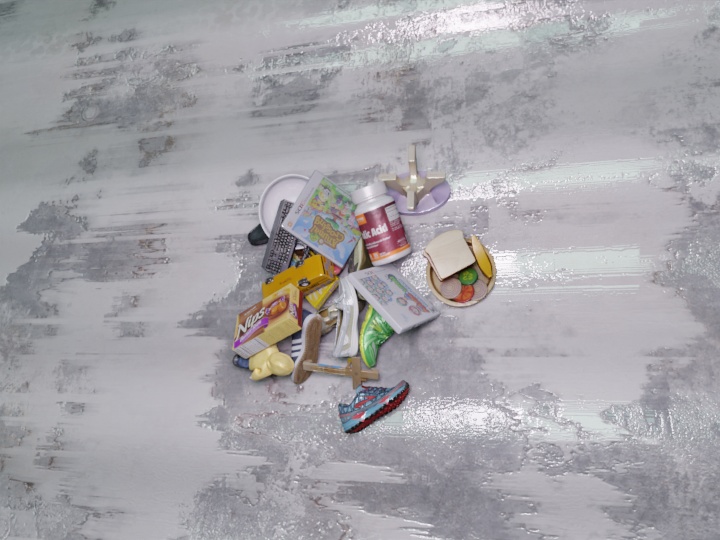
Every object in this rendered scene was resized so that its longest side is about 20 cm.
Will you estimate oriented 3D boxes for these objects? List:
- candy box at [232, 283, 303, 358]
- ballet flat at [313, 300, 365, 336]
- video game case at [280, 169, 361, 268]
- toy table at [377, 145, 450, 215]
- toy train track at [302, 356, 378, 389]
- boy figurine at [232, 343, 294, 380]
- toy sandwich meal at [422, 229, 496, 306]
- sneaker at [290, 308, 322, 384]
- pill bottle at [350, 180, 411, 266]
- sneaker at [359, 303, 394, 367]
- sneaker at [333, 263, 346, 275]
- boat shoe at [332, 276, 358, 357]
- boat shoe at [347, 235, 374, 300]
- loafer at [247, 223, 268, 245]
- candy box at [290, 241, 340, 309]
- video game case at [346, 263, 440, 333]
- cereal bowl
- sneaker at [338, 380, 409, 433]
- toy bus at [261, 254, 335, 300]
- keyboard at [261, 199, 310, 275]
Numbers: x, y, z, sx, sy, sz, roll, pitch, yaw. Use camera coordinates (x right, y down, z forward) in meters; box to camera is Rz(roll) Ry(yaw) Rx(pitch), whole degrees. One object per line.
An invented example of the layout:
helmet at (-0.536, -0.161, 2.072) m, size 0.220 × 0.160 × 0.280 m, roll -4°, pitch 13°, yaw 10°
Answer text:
candy box at (-0.237, 0.131, 1.471) m, size 0.198 × 0.056 × 0.118 m, roll -28°, pitch 41°, yaw 24°
ballet flat at (-0.080, 0.118, 1.526) m, size 0.198 × 0.075 × 0.069 m, roll -31°, pitch 68°, yaw 4°
video game case at (-0.086, -0.137, 1.534) m, size 0.198 × 0.022 × 0.184 m, roll 34°, pitch 77°, yaw -13°
toy table at (0.142, -0.230, 1.562) m, size 0.196 × 0.117 × 0.187 m, roll -12°, pitch 69°, yaw 10°
toy train track at (-0.049, 0.247, 1.464) m, size 0.196 × 0.116 × 0.033 m, roll 5°, pitch 37°, yaw 8°
boy figurine at (-0.251, 0.228, 1.503) m, size 0.197 × 0.064 × 0.127 m, roll 2°, pitch 69°, yaw 40°
toy sandwich meal at (0.254, -0.010, 1.481) m, size 0.201 × 0.070 × 0.209 m, roll -5°, pitch 71°, yaw 14°
sneaker at (-0.165, 0.189, 1.509) m, size 0.108 × 0.069 × 0.203 m, roll 30°, pitch 115°, yaw 38°
pill bottle at (0.051, -0.125, 1.506) m, size 0.112 × 0.114 × 0.203 m, roll -20°, pitch 96°, yaw 7°
sneaker at (0.050, 0.151, 1.481) m, size 0.082 × 0.074 × 0.204 m, roll 8°, pitch 74°, yaw 22°
sneaker at (-0.074, -0.084, 1.587) m, size 0.072 × 0.087 × 0.204 m, roll 6°, pitch 74°, yaw 17°
boat shoe at (-0.043, 0.118, 1.454) m, size 0.063 × 0.074 × 0.206 m, roll -2°, pitch 94°, yaw -15°
boat shoe at (-0.001, -0.001, 1.542) m, size 0.065 × 0.071 × 0.204 m, roll -27°, pitch 47°, yaw 35°
loafer at (-0.245, -0.141, 1.661) m, size 0.198 × 0.070 × 0.069 m, roll -29°, pitch 64°, yaw 4°
candy box at (-0.143, 0.008, 1.577) m, size 0.103 × 0.026 × 0.200 m, roll -52°, pitch 53°, yaw 7°
video game case at (0.086, 0.065, 1.455) m, size 0.200 × 0.181 × 0.024 m, roll 46°, pitch 123°, yaw 23°
cereal bowl at (-0.183, -0.163, 1.585) m, size 0.196 × 0.083 × 0.204 m, roll -1°, pitch 97°, yaw -7°
sneaker at (0.027, 0.318, 1.428) m, size 0.198 × 0.079 × 0.096 m, roll -32°, pitch 65°, yaw 2°
toy bus at (-0.168, 0.031, 1.519) m, size 0.198 × 0.078 × 0.066 m, roll -28°, pitch 60°, yaw 24°
keyboard at (-0.184, -0.078, 1.546) m, size 0.125 × 0.021 × 0.204 m, roll 16°, pitch 97°, yaw -8°
